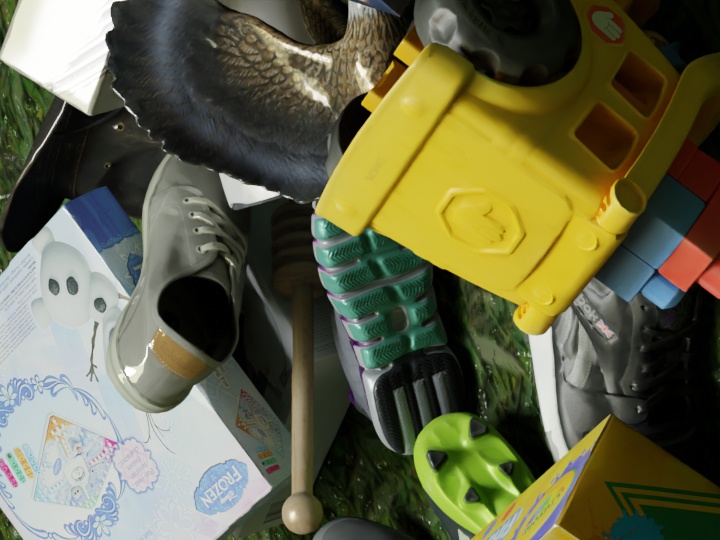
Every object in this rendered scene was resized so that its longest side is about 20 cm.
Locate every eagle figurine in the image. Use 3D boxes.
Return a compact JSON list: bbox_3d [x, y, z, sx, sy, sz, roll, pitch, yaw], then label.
[{"bbox_3d":[-0.008,-0.103,1.484,0.199,0.152,0.152,11,75,41],"label":"eagle figurine"}]

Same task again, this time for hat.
[{"bbox_3d":[-0.132,-0.086,1.719,0.081,0.201,0.201,27,141,2],"label":"hat"}]

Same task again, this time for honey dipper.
[{"bbox_3d":[-0.030,0.055,1.623,0.038,0.038,0.201,122,151,-54],"label":"honey dipper"}]

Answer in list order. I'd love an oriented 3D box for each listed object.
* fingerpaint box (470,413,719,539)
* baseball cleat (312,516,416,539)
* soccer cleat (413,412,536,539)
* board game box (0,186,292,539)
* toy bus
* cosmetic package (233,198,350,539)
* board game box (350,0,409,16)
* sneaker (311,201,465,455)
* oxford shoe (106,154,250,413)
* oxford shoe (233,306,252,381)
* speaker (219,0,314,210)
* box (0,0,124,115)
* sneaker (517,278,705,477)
[{"bbox_3d":[0.133,0.174,1.396,0.166,0.074,0.200,34,147,-3],"label":"fingerpaint box"},{"bbox_3d":[0.047,0.191,1.626,0.200,0.070,0.107,42,153,25],"label":"baseball cleat"},{"bbox_3d":[0.095,0.164,1.549,0.200,0.067,0.081,57,172,16],"label":"soccer cleat"},{"bbox_3d":[-0.150,0.087,1.696,0.199,0.043,0.200,54,131,7],"label":"board game box"},{"bbox_3d":[0.104,-0.070,1.313,0.192,0.200,0.136,33,137,0],"label":"toy bus"},{"bbox_3d":[-0.069,0.046,1.764,0.151,0.051,0.200,59,149,26],"label":"cosmetic package"},{"bbox_3d":[0.024,-0.218,1.327,0.035,0.201,0.135,38,171,-37],"label":"board game box"},{"bbox_3d":[0.000,0.000,1.599,0.087,0.074,0.201,25,127,62],"label":"sneaker"},{"bbox_3d":[-0.088,-0.006,1.618,0.075,0.201,0.058,37,131,-22],"label":"oxford shoe"},{"bbox_3d":[-0.105,0.084,1.725,0.072,0.071,0.201,39,137,37],"label":"oxford shoe"},{"bbox_3d":[-0.064,-0.140,1.613,0.081,0.081,0.201,-12,96,61],"label":"speaker"},{"bbox_3d":[-0.115,-0.188,1.539,0.068,0.082,0.201,31,116,18],"label":"box"},{"bbox_3d":[0.129,0.033,1.398,0.087,0.075,0.201,-24,86,55],"label":"sneaker"}]
